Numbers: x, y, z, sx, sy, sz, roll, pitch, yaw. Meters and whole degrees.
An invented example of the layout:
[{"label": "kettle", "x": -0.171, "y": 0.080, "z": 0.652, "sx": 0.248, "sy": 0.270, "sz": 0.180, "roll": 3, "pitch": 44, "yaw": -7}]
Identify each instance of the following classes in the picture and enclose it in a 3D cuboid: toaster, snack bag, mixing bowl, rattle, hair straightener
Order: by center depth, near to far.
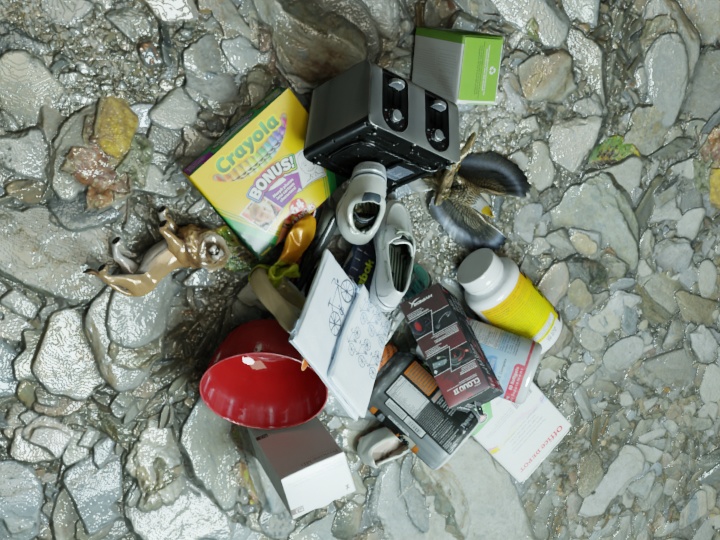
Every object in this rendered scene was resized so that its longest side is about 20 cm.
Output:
[{"label": "toaster", "x": 0.027, "y": -0.204, "z": 1.526, "sx": 0.180, "sy": 0.199, "sz": 0.120, "roll": 19, "pitch": 66, "yaw": -34}, {"label": "rattle", "x": -0.073, "y": 0.038, "z": 1.539, "sx": 0.142, "sy": 0.200, "sz": 0.131, "roll": -36, "pitch": 130, "yaw": -1}, {"label": "snack bag", "x": -0.025, "y": 0.091, "z": 1.542, "sx": 0.201, "sy": 0.021, "sz": 0.190, "roll": 54, "pitch": 40, "yaw": -35}, {"label": "mixing bowl", "x": -0.148, "y": 0.147, "z": 1.610, "sx": 0.198, "sy": 0.109, "sz": 0.201, "roll": 0, "pitch": 139, "yaw": 0}, {"label": "hair straightener", "x": -0.072, "y": -0.003, "z": 1.639, "sx": 0.076, "sy": 0.041, "sz": 0.202, "roll": 24, "pitch": 97, "yaw": 13}]

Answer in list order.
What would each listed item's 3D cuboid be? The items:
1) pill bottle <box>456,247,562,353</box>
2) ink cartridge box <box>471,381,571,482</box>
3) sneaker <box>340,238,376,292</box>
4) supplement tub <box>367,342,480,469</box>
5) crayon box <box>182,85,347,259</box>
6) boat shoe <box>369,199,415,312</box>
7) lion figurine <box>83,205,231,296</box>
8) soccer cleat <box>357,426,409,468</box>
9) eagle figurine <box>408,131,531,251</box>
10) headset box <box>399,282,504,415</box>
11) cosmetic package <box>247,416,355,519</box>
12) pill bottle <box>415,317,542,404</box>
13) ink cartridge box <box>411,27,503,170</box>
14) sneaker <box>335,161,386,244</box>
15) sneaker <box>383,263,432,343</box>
[{"label": "pill bottle", "x": 0.254, "y": 0.054, "z": 1.781, "sx": 0.109, "sy": 0.109, "sz": 0.200, "roll": -48, "pitch": 119, "yaw": -4}, {"label": "ink cartridge box", "x": 0.265, "y": 0.262, "z": 1.864, "sx": 0.145, "sy": 0.087, "sz": 0.200, "roll": -47, "pitch": 116, "yaw": -4}, {"label": "sneaker", "x": 0.000, "y": 0.000, "z": 1.679, "sx": 0.074, "sy": 0.082, "sz": 0.201, "roll": 35, "pitch": 71, "yaw": -11}, {"label": "supplement tub", "x": 0.091, "y": 0.222, "z": 1.714, "sx": 0.200, "sy": 0.123, "sz": 0.123, "roll": 43, "pitch": 86, "yaw": 8}, {"label": "crayon box", "x": -0.139, "y": -0.149, "z": 1.572, "sx": 0.200, "sy": 0.058, "sz": 0.173, "roll": -43, "pitch": 118, "yaw": -7}, {"label": "boat shoe", "x": 0.061, "y": -0.032, "z": 1.625, "sx": 0.073, "sy": 0.067, "sz": 0.202, "roll": 18, "pitch": 58, "yaw": -26}, {"label": "lion figurine", "x": -0.301, "y": -0.013, "z": 1.545, "sx": 0.199, "sy": 0.073, "sz": 0.123, "roll": -30, "pitch": 129, "yaw": 2}, {"label": "soccer cleat", "x": 0.084, "y": 0.275, "z": 1.791, "sx": 0.199, "sy": 0.077, "sz": 0.070, "roll": -35, "pitch": 117, "yaw": -11}, {"label": "eagle figurine", "x": 0.180, "y": -0.125, "z": 1.703, "sx": 0.151, "sy": 0.152, "sz": 0.199, "roll": -23, "pitch": 158, "yaw": 26}, {"label": "headset box", "x": 0.149, "y": 0.133, "z": 1.616, "sx": 0.075, "sy": 0.149, "sz": 0.201, "roll": -29, "pitch": 74, "yaw": 10}, {"label": "cosmetic package", "x": -0.099, "y": 0.296, "z": 1.647, "sx": 0.112, "sy": 0.200, "sz": 0.082, "roll": -22, "pitch": 114, "yaw": -17}, {"label": "pill bottle", "x": 0.198, "y": 0.143, "z": 1.742, "sx": 0.198, "sy": 0.109, "sz": 0.110, "roll": 19, "pitch": 100, "yaw": 10}, {"label": "ink cartridge box", "x": 0.143, "y": -0.271, "z": 1.611, "sx": 0.075, "sy": 0.148, "sz": 0.202, "roll": -4, "pitch": 108, "yaw": -26}, {"label": "sneaker", "x": -0.002, "y": -0.083, "z": 1.549, "sx": 0.072, "sy": 0.201, "sz": 0.071, "roll": 7, "pitch": 62, "yaw": -1}, {"label": "sneaker", "x": 0.050, "y": 0.070, "z": 1.716, "sx": 0.200, "sy": 0.091, "sz": 0.078, "roll": -43, "pitch": 77, "yaw": 16}]
